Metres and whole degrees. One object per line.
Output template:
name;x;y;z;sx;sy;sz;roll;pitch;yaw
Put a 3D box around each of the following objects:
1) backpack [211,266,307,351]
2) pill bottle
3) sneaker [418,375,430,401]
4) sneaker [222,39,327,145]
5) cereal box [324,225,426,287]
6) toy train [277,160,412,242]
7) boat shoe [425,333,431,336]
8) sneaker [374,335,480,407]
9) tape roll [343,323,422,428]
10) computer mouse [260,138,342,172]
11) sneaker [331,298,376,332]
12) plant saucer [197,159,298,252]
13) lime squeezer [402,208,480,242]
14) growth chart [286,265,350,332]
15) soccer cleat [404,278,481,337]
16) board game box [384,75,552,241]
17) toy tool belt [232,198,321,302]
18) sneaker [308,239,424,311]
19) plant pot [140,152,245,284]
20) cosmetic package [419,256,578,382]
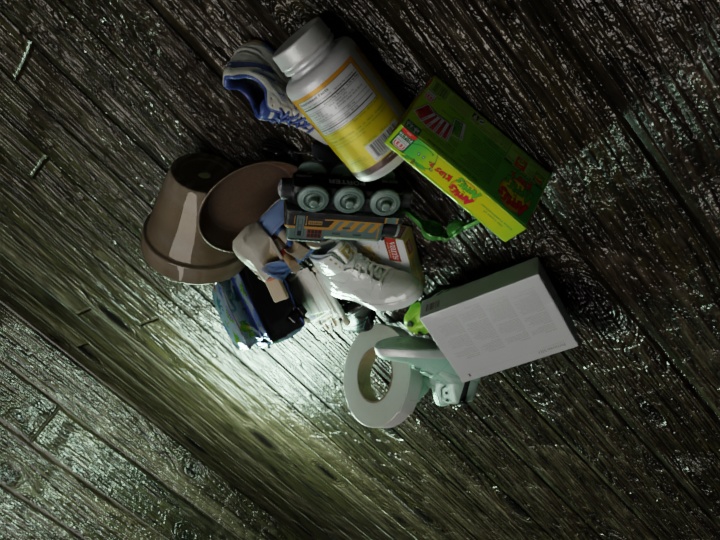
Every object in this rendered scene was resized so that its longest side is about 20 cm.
backpack;-0.211;0.070;1.395;0.184;0.146;0.200;62;163;6
pill bottle;-0.020;-0.220;0.899;0.109;0.110;0.200;-12;127;49
sneaker;0.148;0.210;1.332;0.200;0.118;0.074;-13;127;49
sneaker;-0.107;-0.229;0.985;0.200;0.088;0.075;37;146;-10
cereal box;0.008;-0.029;1.202;0.199;0.040;0.144;12;142;30
toy train;-0.025;-0.095;1.030;0.199;0.086;0.114;2;134;-12
boat shoe;0.177;0.100;1.200;0.200;0.072;0.061;0;132;37
sneaker;0.119;0.185;1.236;0.199;0.074;0.119;7;105;-3
tape roll;0.040;0.205;1.356;0.037;0.204;0.202;13;163;-37
computer mouse;-0.081;-0.178;1.083;0.199;0.034;0.059;9;142;34
sneaker;0.001;0.072;1.334;0.079;0.076;0.200;25;157;-13
plant saucer;-0.176;-0.112;1.153;0.201;0.199;0.037;87;158;-53
lime squeezer;0.128;-0.077;1.048;0.199;0.038;0.071;9;110;35
growth chart;-0.092;0.056;1.348;0.200;0.018;0.145;-10;109;62
soccer cleat;0.159;0.046;1.155;0.199;0.081;0.068;-23;119;29
board game box;0.138;-0.140;0.878;0.200;0.102;0.048;38;149;-9
toy tool belt;-0.102;-0.053;1.131;0.123;0.200;0.125;49;-166;9
sneaker;0.000;0.000;1.142;0.199;0.074;0.116;5;141;37
plant pot;-0.286;-0.105;1.239;0.199;0.200;0.174;26;132;10
cosmetic package;0.214;0.082;1.084;0.199;0.052;0.151;-22;116;25
